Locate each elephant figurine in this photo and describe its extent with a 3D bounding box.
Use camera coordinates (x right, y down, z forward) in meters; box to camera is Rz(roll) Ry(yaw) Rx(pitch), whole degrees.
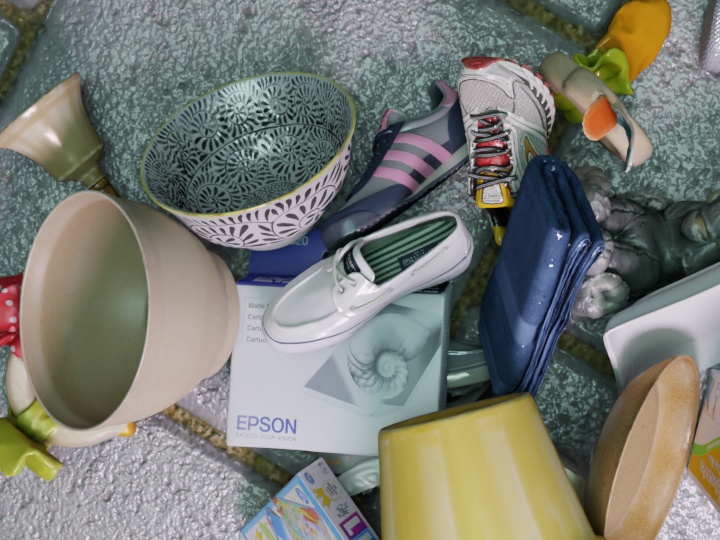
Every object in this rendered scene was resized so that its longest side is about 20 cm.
[{"bbox_3d":[0.263,-0.016,1.039,0.197,0.155,0.144,-1,106,-15],"label":"elephant figurine"}]

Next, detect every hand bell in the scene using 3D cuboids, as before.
[{"bbox_3d":[-0.240,-0.074,1.125,0.104,0.104,0.201,-38,101,6],"label":"hand bell"}]

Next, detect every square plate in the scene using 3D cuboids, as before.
[{"bbox_3d":[0.302,0.038,1.025,0.198,0.198,0.029,-25,62,6],"label":"square plate"}]

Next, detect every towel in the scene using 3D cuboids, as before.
[{"bbox_3d":[0.146,0.010,1.004,0.048,0.113,0.202,1,134,-11],"label":"towel"}]

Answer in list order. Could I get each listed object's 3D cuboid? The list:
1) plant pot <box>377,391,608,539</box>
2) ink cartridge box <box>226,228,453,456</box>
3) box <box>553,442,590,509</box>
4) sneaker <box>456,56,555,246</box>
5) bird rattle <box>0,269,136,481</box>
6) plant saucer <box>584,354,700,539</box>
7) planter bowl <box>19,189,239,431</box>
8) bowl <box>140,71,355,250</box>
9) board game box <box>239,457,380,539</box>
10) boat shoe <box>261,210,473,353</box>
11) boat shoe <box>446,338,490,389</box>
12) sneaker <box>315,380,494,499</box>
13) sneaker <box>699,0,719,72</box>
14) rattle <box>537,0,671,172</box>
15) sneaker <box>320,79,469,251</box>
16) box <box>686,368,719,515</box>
[{"bbox_3d":[0.094,0.204,0.946,0.198,0.201,0.192,-15,86,6],"label":"plant pot"},{"bbox_3d":[-0.018,0.061,1.065,0.196,0.041,0.204,2,85,13],"label":"ink cartridge box"},{"bbox_3d":[0.133,0.254,1.091,0.077,0.095,0.202,29,97,3],"label":"box"},{"bbox_3d":[0.127,-0.098,1.023,0.077,0.201,0.083,6,51,33],"label":"sneaker"},{"bbox_3d":[-0.289,0.097,1.140,0.160,0.113,0.203,-2,80,-6],"label":"bird rattle"},{"bbox_3d":[0.240,0.165,1.040,0.035,0.199,0.203,18,95,31],"label":"plant saucer"},{"bbox_3d":[-0.192,0.036,1.055,0.198,0.134,0.204,-3,86,43],"label":"planter bowl"},{"bbox_3d":[-0.088,-0.081,1.073,0.198,0.202,0.095,-13,130,6],"label":"bowl"},{"bbox_3d":[-0.017,0.285,1.082,0.201,0.034,0.135,54,137,10],"label":"board game box"},{"bbox_3d":[0.000,0.000,1.016,0.198,0.067,0.074,-29,61,-3],"label":"boat shoe"},{"bbox_3d":[0.037,0.071,1.102,0.197,0.070,0.073,-3,96,8],"label":"boat shoe"},{"bbox_3d":[0.046,0.142,1.105,0.198,0.074,0.080,-25,85,6],"label":"sneaker"},{"bbox_3d":[0.375,-0.266,1.052,0.113,0.075,0.203,13,99,4],"label":"sneaker"},{"bbox_3d":[0.232,-0.162,1.005,0.142,0.200,0.131,-29,89,6],"label":"rattle"},{"bbox_3d":[0.027,-0.095,1.068,0.199,0.070,0.082,-37,90,-28],"label":"sneaker"},{"bbox_3d":[0.354,0.156,1.010,0.111,0.200,0.103,12,94,5],"label":"box"}]
